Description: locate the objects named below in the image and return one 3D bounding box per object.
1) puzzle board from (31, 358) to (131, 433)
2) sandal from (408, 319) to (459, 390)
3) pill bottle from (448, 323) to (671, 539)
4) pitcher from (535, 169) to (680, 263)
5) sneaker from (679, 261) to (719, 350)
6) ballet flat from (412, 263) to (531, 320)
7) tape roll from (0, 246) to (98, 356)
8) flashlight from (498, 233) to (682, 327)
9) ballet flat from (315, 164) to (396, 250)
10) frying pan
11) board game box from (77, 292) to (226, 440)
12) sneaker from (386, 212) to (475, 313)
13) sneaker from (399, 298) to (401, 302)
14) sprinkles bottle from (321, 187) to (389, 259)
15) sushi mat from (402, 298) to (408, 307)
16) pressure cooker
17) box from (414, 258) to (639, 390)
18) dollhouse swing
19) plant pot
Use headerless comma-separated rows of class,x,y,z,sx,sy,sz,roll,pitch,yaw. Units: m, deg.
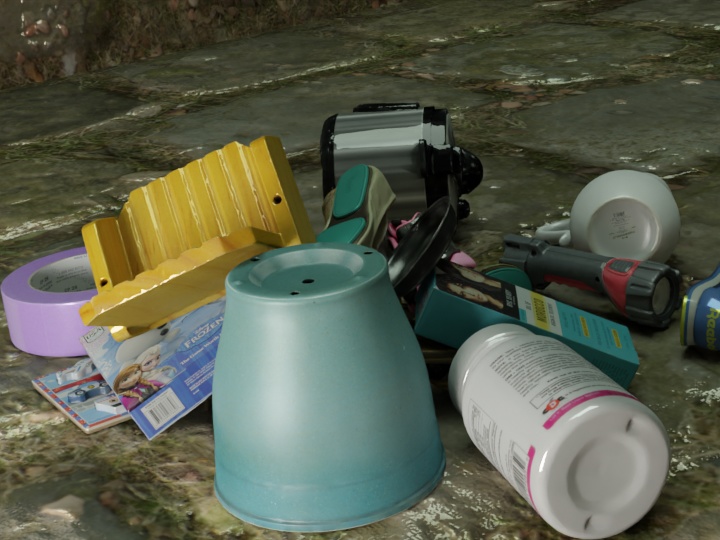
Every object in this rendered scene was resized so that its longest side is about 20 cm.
puzzle board,-0.220,0.104,1.308,0.199,0.017,0.151,-19,23,-30
sandal,0.094,0.086,1.189,0.199,0.054,0.080,8,13,-30
pill bottle,0.149,0.119,1.010,0.113,0.114,0.200,-12,21,-15
pitcher,0.279,-0.049,1.456,0.171,0.122,0.200,-19,6,15
sneaker,0.390,0.026,1.260,0.082,0.074,0.200,11,34,36
ballet flat,0.107,0.044,1.311,0.070,0.071,0.200,7,24,32
tape roll,-0.310,0.030,1.470,0.199,0.066,0.200,-5,20,2
flashlight,0.242,0.010,1.349,0.200,0.068,0.068,12,-2,45
ballet flat,-0.005,-0.032,1.257,0.069,0.070,0.200,0,37,18
frying pan,0.032,0.012,1.148,0.190,0.031,0.115,-58,11,-19
board game box,-0.163,0.054,1.241,0.200,0.043,0.199,-37,28,-11
sneaker,0.064,-0.014,1.329,0.079,0.095,0.200,-39,-5,-9
sneaker,-0.055,0.024,1.397,0.199,0.077,0.082,7,30,35
sprinkles bottle,0.000,0.000,1.322,0.068,0.068,0.200,-7,48,0
sushi mat,-0.006,0.013,1.497,0.199,0.012,0.096,5,22,29
pressure cooker,0.057,-0.120,1.617,0.199,0.179,0.176,-3,35,9
box,0.149,0.054,1.158,0.199,0.049,0.082,20,22,-5
dollhouse swing,-0.169,-0.044,1.149,0.199,0.182,0.176,-25,-22,11
plant pot,-0.036,0.084,1.055,0.199,0.189,0.200,-6,20,2
